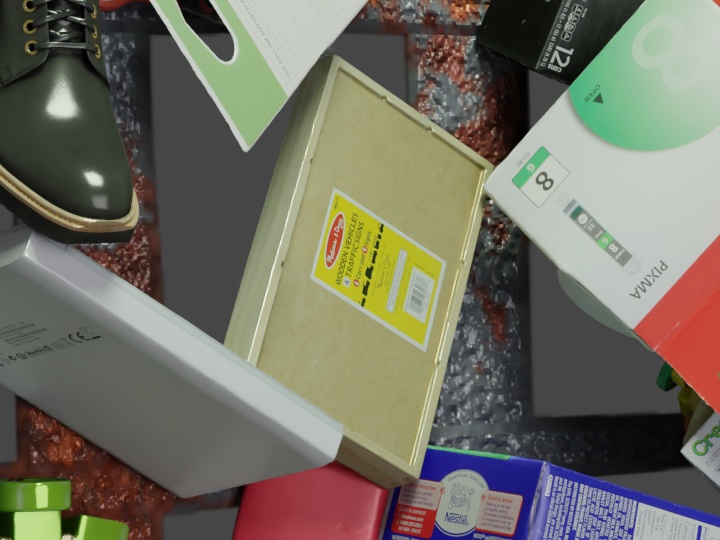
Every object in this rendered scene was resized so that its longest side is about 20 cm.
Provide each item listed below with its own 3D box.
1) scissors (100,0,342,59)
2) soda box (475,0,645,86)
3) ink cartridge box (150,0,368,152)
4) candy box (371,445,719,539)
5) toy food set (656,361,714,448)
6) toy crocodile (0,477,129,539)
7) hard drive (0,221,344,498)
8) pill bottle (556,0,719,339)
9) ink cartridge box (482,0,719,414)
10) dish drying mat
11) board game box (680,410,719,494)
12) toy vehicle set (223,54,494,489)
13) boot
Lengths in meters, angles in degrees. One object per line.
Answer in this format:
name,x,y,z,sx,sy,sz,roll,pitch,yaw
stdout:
scissors,-0.094,-0.139,1.583,0.200,0.014,0.073,38,66,-30
soda box,0.139,-0.202,1.679,0.063,0.071,0.201,18,98,-34
ink cartridge box,-0.064,-0.167,1.548,0.146,0.048,0.200,57,44,-21
candy box,0.116,0.152,1.628,0.199,0.169,0.078,20,81,-34
toy food set,0.247,0.027,1.738,0.049,0.198,0.200,41,83,18
toy crocodile,-0.202,0.137,1.476,0.199,0.062,0.068,-2,90,-31
hard drive,-0.122,0.047,1.483,0.200,0.132,0.027,35,58,-29
pill bottle,0.191,-0.062,1.720,0.112,0.112,0.201,42,66,-27
ink cartridge box,0.181,-0.039,1.606,0.161,0.200,0.050,-48,144,7
dish drying mat,-0.041,0.194,1.591,0.076,0.018,0.201,13,79,-2
board game box,0.245,0.079,1.700,0.035,0.200,0.126,41,90,18
toy vehicle set,0.000,0.000,1.606,0.124,0.026,0.201,34,56,-30
boot,-0.142,-0.122,1.409,0.077,0.200,0.139,-2,134,-36
